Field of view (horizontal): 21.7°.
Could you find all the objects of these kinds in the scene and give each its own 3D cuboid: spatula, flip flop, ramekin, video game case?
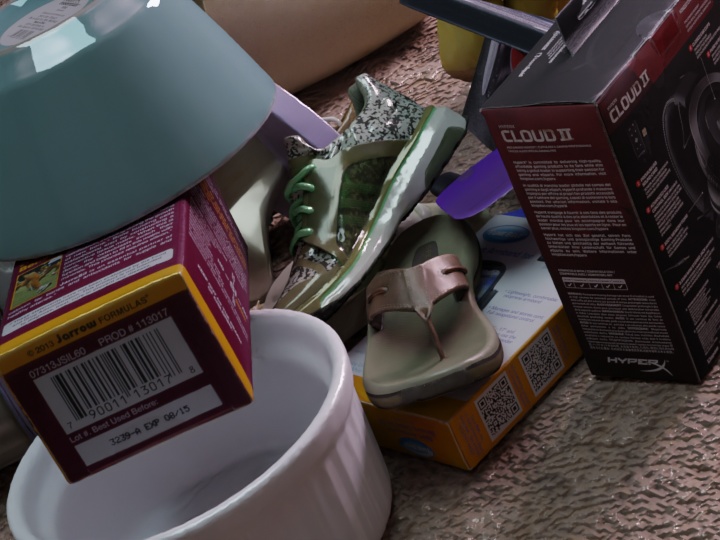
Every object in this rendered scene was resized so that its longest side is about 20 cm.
[{"bbox_3d":[0.065,-0.052,1.163,0.056,0.021,0.200,-38,5,-4],"label":"spatula"},{"bbox_3d":[0.035,0.013,1.054,0.081,0.058,0.200,-18,27,13],"label":"flip flop"},{"bbox_3d":[-0.080,0.120,1.014,0.200,0.098,0.201,-21,27,12],"label":"ramekin"},{"bbox_3d":[0.140,-0.141,1.184,0.200,0.019,0.143,7,16,-47],"label":"video game case"}]

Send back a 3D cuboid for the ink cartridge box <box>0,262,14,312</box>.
[{"bbox_3d":[-0.246,-0.071,1.438,0.084,0.146,0.200,-21,29,11],"label":"ink cartridge box"}]

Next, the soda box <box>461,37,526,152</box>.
[{"bbox_3d":[0.119,-0.099,1.187,0.063,0.071,0.200,14,12,-13],"label":"soda box"}]

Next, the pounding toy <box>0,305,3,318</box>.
[{"bbox_3d":[-0.368,0.028,1.377,0.184,0.142,0.200,-26,28,2],"label":"pounding toy"}]

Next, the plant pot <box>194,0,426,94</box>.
[{"bbox_3d":[-0.041,-0.236,1.535,0.199,0.188,0.187,-15,26,-7],"label":"plant pot"}]

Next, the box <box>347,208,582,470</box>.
[{"bbox_3d":[0.079,0.030,1.094,0.200,0.042,0.119,-40,30,-29],"label":"box"}]

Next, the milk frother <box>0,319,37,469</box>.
[{"bbox_3d":[-0.295,0.132,1.173,0.188,0.181,0.200,-27,70,1],"label":"milk frother"}]

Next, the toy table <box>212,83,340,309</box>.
[{"bbox_3d":[-0.100,-0.057,1.234,0.200,0.184,0.117,27,63,33],"label":"toy table"}]

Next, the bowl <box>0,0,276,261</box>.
[{"bbox_3d":[-0.159,-0.103,1.068,0.200,0.105,0.201,-22,25,11],"label":"bowl"}]

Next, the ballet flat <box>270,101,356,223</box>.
[{"bbox_3d":[-0.070,-0.063,1.341,0.200,0.072,0.068,-28,8,0],"label":"ballet flat"}]

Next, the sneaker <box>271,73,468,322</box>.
[{"bbox_3d":[-0.020,-0.038,1.127,0.200,0.089,0.077,-55,1,-27],"label":"sneaker"}]

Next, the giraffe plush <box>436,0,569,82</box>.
[{"bbox_3d":[0.143,-0.233,1.315,0.162,0.200,0.173,-2,34,37],"label":"giraffe plush"}]

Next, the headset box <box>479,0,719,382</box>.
[{"bbox_3d":[0.154,-0.064,1.012,0.077,0.200,0.149,0,38,41],"label":"headset box"}]

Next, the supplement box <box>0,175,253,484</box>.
[{"bbox_3d":[-0.125,0.015,1.031,0.110,0.086,0.200,-24,24,7],"label":"supplement box"}]

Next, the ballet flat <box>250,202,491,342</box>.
[{"bbox_3d":[0.000,0.000,1.185,0.200,0.070,0.069,-38,29,-21],"label":"ballet flat"}]
